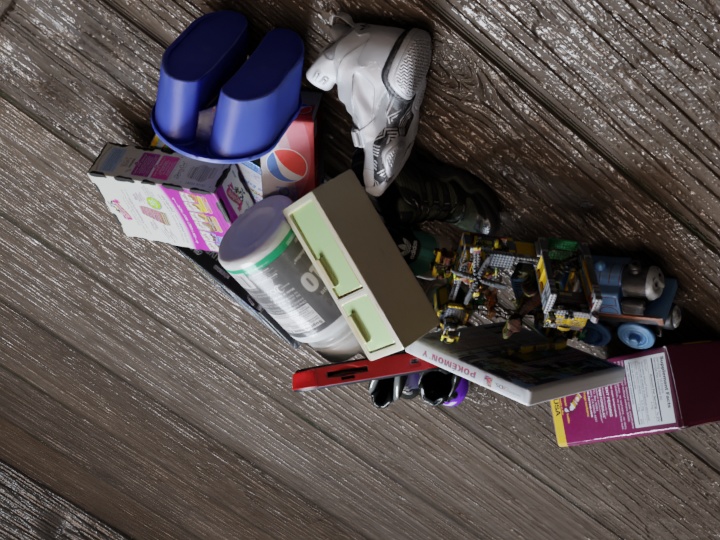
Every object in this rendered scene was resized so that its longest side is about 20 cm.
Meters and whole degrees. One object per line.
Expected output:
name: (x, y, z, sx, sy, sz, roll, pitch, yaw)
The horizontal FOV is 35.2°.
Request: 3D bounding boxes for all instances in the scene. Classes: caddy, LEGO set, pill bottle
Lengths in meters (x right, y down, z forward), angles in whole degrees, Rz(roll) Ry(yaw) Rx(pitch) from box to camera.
caddy: (-0.142, -0.193, 1.230, 0.141, 0.200, 0.105, 19, 132, 8)
LEGO set: (0.175, 0.042, 1.254, 0.200, 0.116, 0.154, 14, 128, -12)
pill bottle: (-0.068, 0.014, 1.365, 0.113, 0.113, 0.200, -8, 135, 43)

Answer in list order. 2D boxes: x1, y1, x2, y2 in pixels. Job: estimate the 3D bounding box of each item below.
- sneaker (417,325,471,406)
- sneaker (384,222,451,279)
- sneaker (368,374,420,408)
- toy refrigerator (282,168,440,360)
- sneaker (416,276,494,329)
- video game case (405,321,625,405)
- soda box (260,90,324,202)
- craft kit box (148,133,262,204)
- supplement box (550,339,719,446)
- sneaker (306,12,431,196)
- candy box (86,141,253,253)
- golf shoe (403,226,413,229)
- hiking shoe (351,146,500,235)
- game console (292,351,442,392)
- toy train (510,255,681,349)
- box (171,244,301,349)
sneaker: (0.116, 0.161, 1.657, 0.070, 0.100, 0.200, 19, 148, 15)
sneaker: (0.024, -0.026, 1.366, 0.080, 0.071, 0.200, 15, 171, -28)
sneaker: (0.046, 0.168, 1.704, 0.075, 0.116, 0.200, 15, 147, 17)
toy refrigerator: (-0.002, -0.003, 1.269, 0.076, 0.070, 0.200, -25, 96, 56)
sneaker: (0.103, 0.043, 1.496, 0.076, 0.092, 0.200, 30, 151, -9)
video game case: (0.183, 0.105, 1.333, 0.182, 0.023, 0.200, 22, -163, 40)
soda box: (-0.082, -0.118, 1.364, 0.070, 0.063, 0.200, 5, 133, 6)
craft kit box: (-0.186, -0.125, 1.502, 0.200, 0.049, 0.198, 32, 146, -10)
supplement box: (0.352, 0.156, 1.425, 0.131, 0.103, 0.200, -1, 168, -39)
sneaker: (0.004, -0.181, 1.222, 0.115, 0.075, 0.200, 22, 128, 14)
candy box: (-0.241, -0.093, 1.492, 0.200, 0.061, 0.136, 10, 147, 23)
golf shoe: (0.000, 0.000, 1.507, 0.078, 0.095, 0.200, 39, 148, -24)
hiking shoe: (0.069, -0.079, 1.328, 0.200, 0.101, 0.076, 31, 149, -9)
game console: (0.017, 0.129, 1.442, 0.200, 0.031, 0.177, -9, 172, 2)
toy train: (0.280, 0.029, 1.359, 0.200, 0.087, 0.114, 5, 138, 31)
box: (-0.168, 0.015, 1.595, 0.200, 0.050, 0.158, 36, 171, 26)
